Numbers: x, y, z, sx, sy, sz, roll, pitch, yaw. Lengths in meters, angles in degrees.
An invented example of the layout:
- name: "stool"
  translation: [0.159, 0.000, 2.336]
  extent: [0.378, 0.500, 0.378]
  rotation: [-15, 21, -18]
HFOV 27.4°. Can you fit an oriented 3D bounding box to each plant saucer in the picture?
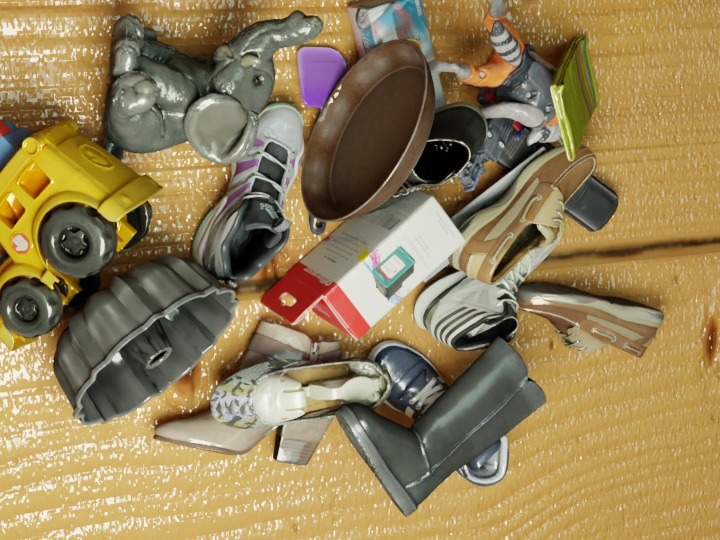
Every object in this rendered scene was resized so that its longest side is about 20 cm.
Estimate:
- name: "plant saucer"
  translation: [0.012, -0.135, 1.483]
  extent: [0.034, 0.200, 0.201]
  rotation: [27, 90, -31]

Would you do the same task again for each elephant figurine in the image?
- name: "elephant figurine"
  translation: [-0.149, -0.176, 1.465]
  extent: [0.199, 0.155, 0.142]
  rotation: [4, 77, -14]

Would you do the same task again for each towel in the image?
- name: "towel"
  translation: [0.236, -0.190, 1.608]
  extent: [0.018, 0.200, 0.086]
  rotation: [-12, 109, 20]

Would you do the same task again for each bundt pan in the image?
- name: "bundt pan"
  translation: [-0.222, 0.061, 1.470]
  extent: [0.202, 0.202, 0.076]
  rotation: [-39, 75, -11]

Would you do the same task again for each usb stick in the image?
- name: "usb stick"
  translation: [0.214, -0.112, 1.687]
  extent: [0.200, 0.033, 0.056]
  rotation: [33, 94, -24]

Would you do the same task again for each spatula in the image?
- name: "spatula"
  translation: [-0.042, -0.137, 1.582]
  extent: [0.056, 0.021, 0.201]
  rotation: [-4, 104, -26]

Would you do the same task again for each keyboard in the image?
- name: "keyboard"
  translation: [0.134, -0.061, 1.647]
  extent: [0.200, 0.011, 0.056]
  rotation: [-38, 136, -1]

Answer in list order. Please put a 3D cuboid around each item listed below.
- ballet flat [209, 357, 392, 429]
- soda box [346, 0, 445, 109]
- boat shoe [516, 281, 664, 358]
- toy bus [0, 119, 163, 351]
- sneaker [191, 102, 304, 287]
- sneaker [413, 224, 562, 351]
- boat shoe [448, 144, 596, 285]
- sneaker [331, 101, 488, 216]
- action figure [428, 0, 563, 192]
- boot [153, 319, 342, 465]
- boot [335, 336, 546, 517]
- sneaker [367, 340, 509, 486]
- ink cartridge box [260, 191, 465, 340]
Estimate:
- name: "ballet flat"
  translation: [-0.055, 0.126, 1.540]
  extent: [0.200, 0.072, 0.072]
  rotation: [-7, 103, -24]
- name: "soda box"
  translation: [0.047, -0.193, 1.581]
  extent: [0.063, 0.068, 0.201]
  rotation: [-21, 108, -15]
- name: "boat shoe"
  translation: [0.263, 0.062, 1.720]
  extent: [0.199, 0.076, 0.072]
  rotation: [13, 98, -22]
- name: "toy bus"
  translation: [-0.321, -0.052, 1.426]
  extent: [0.192, 0.136, 0.200]
  rotation: [40, 110, -3]
- name: "sneaker"
  translation: [-0.094, -0.072, 1.508]
  extent: [0.078, 0.140, 0.201]
  rotation: [22, 92, -24]
- name: "sneaker"
  translation: [0.166, 0.023, 1.640]
  extent: [0.200, 0.115, 0.076]
  rotation: [-38, 131, -8]
- name: "boat shoe"
  translation: [0.187, -0.055, 1.611]
  extent: [0.200, 0.074, 0.076]
  rotation: [-41, 147, -11]
- name: "sneaker"
  translation: [0.032, -0.104, 1.512]
  extent: [0.200, 0.106, 0.075]
  rotation: [-30, 102, 22]
- name: "action figure"
  translation: [0.156, -0.186, 1.573]
  extent: [0.193, 0.104, 0.201]
  rotation: [37, 63, -38]
- name: "boot"
  translation: [-0.114, 0.126, 1.587]
  extent: [0.199, 0.070, 0.147]
  rotation: [11, 90, -25]
- name: "boot"
  translation: [0.086, 0.143, 1.557]
  extent: [0.200, 0.066, 0.165]
  rotation: [-37, 130, -8]
- name: "sneaker"
  translation: [0.092, 0.161, 1.648]
  extent: [0.070, 0.108, 0.200]
  rotation: [-44, 113, -9]
- name: "ink cartridge box"
  translation: [0.000, 0.000, 1.575]
  extent: [0.200, 0.116, 0.067]
  rotation: [-42, 113, -9]
